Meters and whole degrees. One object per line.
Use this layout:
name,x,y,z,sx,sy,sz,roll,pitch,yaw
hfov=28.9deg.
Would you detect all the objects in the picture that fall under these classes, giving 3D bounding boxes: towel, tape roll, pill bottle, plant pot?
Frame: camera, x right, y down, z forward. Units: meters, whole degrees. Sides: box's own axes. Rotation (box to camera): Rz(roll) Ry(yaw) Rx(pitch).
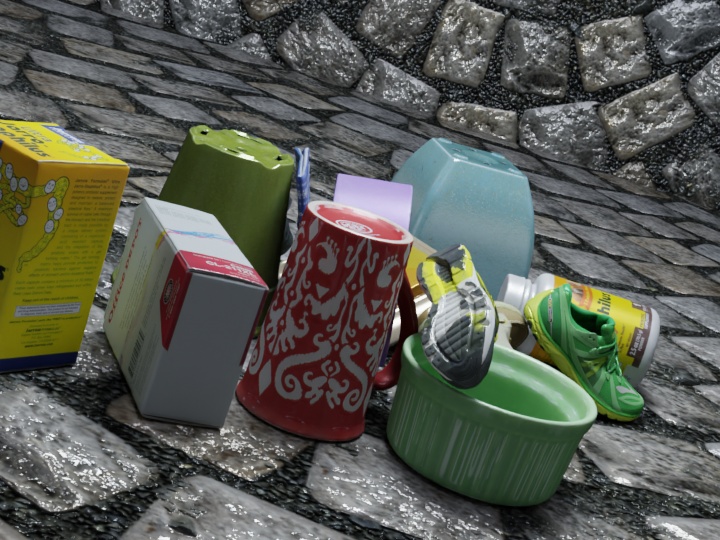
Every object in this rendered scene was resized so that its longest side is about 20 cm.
towel,-0.067,-0.026,1.560,0.024,0.201,0.145,-1,18,-2
tape roll,0.000,0.000,1.517,0.084,0.201,0.200,8,16,0
pill bottle,0.270,0.072,1.773,0.199,0.110,0.109,18,15,-1
plant pot,-0.157,-0.053,1.557,0.199,0.191,0.200,17,16,-5
plant pot,0.134,-0.065,1.919,0.195,0.201,0.196,14,16,-17

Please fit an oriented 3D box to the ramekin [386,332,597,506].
ramekin,0.122,0.146,1.365,0.199,0.098,0.200,17,16,-5

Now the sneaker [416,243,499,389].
sneaker,0.107,0.052,1.341,0.085,0.074,0.200,52,20,-28

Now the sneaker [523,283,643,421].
sneaker,0.276,0.099,1.644,0.200,0.083,0.074,48,17,-16

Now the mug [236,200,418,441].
mug,-0.022,0.042,1.366,0.133,0.201,0.177,23,16,19

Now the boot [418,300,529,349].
boot,0.161,0.106,1.568,0.199,0.072,0.155,3,34,-52

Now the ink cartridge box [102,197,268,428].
ink cartridge box,-0.170,0.035,1.318,0.082,0.147,0.200,12,17,-25

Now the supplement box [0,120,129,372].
supplement box,-0.306,-0.023,1.261,0.109,0.201,0.109,27,17,32

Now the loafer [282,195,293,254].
loafer,-0.111,-0.053,1.717,0.070,0.068,0.201,35,-20,-6

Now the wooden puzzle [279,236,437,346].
wooden puzzle,0.021,0.008,1.687,0.184,0.037,0.200,-25,42,-27
